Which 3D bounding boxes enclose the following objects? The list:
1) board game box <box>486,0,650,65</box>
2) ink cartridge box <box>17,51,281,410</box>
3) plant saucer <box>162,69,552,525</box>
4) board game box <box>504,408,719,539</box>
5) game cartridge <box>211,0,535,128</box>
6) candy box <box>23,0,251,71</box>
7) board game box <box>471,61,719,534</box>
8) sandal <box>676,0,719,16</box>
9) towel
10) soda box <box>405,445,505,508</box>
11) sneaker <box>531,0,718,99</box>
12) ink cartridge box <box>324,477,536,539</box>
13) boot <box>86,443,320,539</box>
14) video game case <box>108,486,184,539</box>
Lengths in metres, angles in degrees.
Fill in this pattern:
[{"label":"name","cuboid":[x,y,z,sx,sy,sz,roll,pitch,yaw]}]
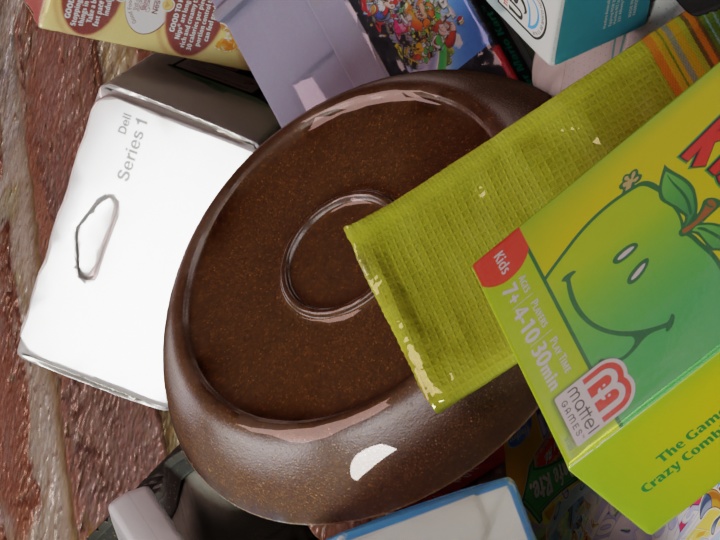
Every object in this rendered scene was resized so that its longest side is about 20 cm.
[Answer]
[{"label":"board game box","cuboid":[0.034,-0.193,0.761,0.200,0.047,0.151,50,153,31]},{"label":"ink cartridge box","cuboid":[-0.087,-0.034,1.081,0.200,0.084,0.145,-56,-13,-71]},{"label":"plant saucer","cuboid":[0.000,0.000,0.816,0.200,0.032,0.200,-19,51,25]},{"label":"board game box","cuboid":[0.119,0.081,0.758,0.200,0.034,0.135,-43,43,52]},{"label":"game cartridge","cuboid":[0.013,-0.089,0.920,0.130,0.038,0.200,-37,77,43]},{"label":"candy box","cuboid":[-0.070,-0.141,1.052,0.115,0.200,0.055,51,126,58]},{"label":"board game box","cuboid":[0.136,-0.022,0.650,0.200,0.048,0.102,-40,37,14]},{"label":"sandal","cuboid":[0.164,-0.167,0.696,0.200,0.045,0.075,-49,14,26]},{"label":"towel","cuboid":[0.092,-0.036,0.740,0.200,0.018,0.086,-33,54,10]},{"label":"soda box","cuboid":[0.041,0.041,0.896,0.200,0.070,0.063,-42,47,52]},{"label":"sneaker","cuboid":[0.130,-0.125,0.793,0.080,0.070,0.200,52,134,50]},{"label":"ink cartridge box","cuboid":[0.020,0.148,0.785,0.200,0.068,0.116,136,115,-74]},{"label":"boot","cuboid":[-0.028,0.117,0.917,0.068,0.131,0.200,-46,1,-38]},{"label":"video game case","cuboid":[-0.037,0.210,0.880,0.182,0.024,0.200,49,159,42]}]
